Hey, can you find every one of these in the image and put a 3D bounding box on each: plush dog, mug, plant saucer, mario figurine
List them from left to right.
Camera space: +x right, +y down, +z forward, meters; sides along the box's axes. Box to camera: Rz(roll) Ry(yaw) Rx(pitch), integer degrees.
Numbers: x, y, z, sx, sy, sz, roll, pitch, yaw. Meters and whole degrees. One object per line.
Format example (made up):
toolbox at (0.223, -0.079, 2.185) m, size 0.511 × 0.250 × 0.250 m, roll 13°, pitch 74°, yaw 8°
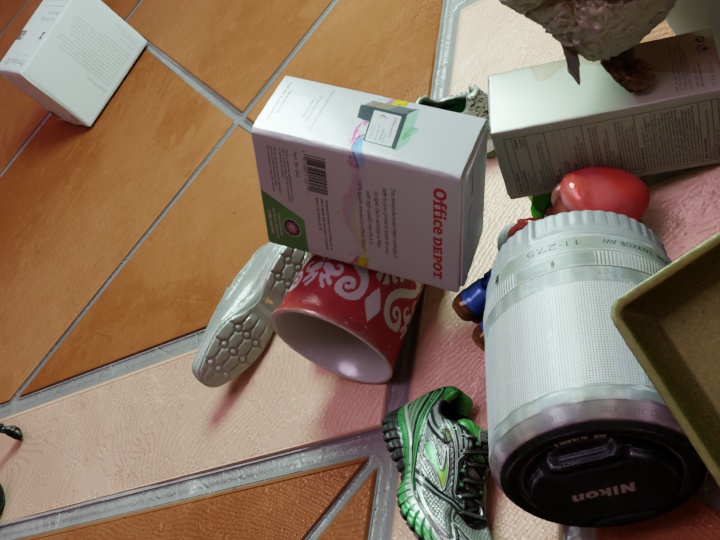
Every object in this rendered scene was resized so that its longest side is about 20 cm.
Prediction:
mug at (-0.005, -0.007, 1.114) m, size 0.176 × 0.133 × 0.202 m, roll 0°, pitch 56°, yaw 46°
mario figurine at (0.183, -0.005, 0.966) m, size 0.200 × 0.124 × 0.106 m, roll -46°, pitch -4°, yaw 21°
plush dog at (0.223, -0.252, 0.850) m, size 0.199 × 0.161 × 0.172 m, roll -29°, pitch -13°, yaw -48°
plant saucer at (0.295, 0.055, 0.703) m, size 0.199 × 0.048 × 0.201 m, roll -33°, pitch 82°, yaw 6°

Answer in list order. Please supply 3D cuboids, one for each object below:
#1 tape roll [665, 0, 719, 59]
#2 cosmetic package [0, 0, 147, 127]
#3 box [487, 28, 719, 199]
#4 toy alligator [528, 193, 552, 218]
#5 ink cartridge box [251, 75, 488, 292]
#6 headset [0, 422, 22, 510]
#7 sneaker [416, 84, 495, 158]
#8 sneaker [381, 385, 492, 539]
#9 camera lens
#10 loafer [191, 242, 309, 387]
tape roll at (0.348, -0.306, 0.977) m, size 0.201 × 0.139 × 0.205 m, roll -29°, pitch 41°, yaw 29°
cosmetic package at (-0.540, -0.401, 2.020) m, size 0.164 × 0.165 × 0.201 m, roll 18°, pitch 73°, yaw 54°
box at (0.217, -0.135, 0.953) m, size 0.197 × 0.095 × 0.079 m, roll -8°, pitch 52°, yaw 15°
toy alligator at (0.194, -0.128, 1.067) m, size 0.053 × 0.060 × 0.202 m, roll 4°, pitch 53°, yaw 2°
ink cartridge box at (0.012, -0.078, 0.983) m, size 0.197 × 0.146 × 0.085 m, roll 15°, pitch 51°, yaw 16°
headset at (-0.527, 0.307, 1.482) m, size 0.122 × 0.093 × 0.203 m, roll 0°, pitch 74°, yaw 43°
sneaker at (0.080, -0.162, 1.188) m, size 0.198 × 0.088 × 0.078 m, roll -16°, pitch 48°, yaw 40°
sneaker at (0.076, 0.171, 0.908) m, size 0.085 × 0.078 × 0.201 m, roll -38°, pitch 37°, yaw 16°
camera lens at (0.173, 0.077, 0.813) m, size 0.159 × 0.160 × 0.202 m, roll -26°, pitch 42°, yaw 30°
loafer at (-0.133, 0.047, 1.263) m, size 0.201 × 0.070 × 0.069 m, roll -54°, pitch 30°, yaw -18°
